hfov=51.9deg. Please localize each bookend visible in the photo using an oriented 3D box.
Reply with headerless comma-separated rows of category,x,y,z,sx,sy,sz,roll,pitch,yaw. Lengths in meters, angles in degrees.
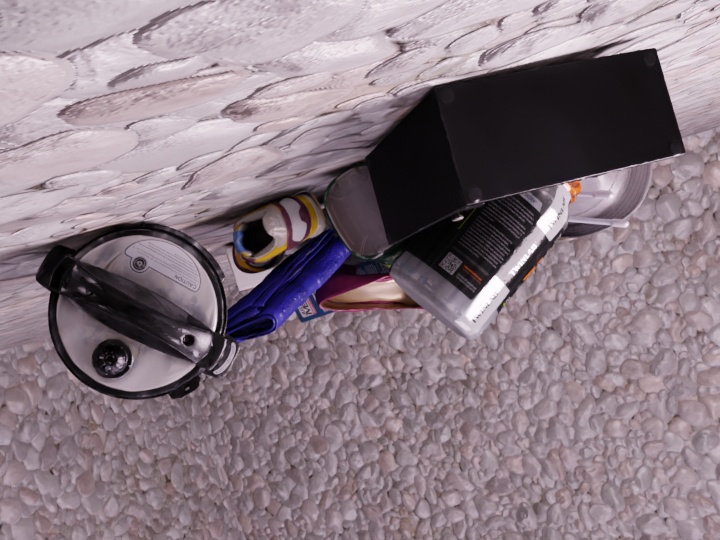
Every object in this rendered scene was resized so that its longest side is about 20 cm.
bookend,0.130,-0.102,0.655,0.198,0.092,0.200,-14,177,-17

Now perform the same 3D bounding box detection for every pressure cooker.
pressure cooker,-0.222,0.045,0.761,0.175,0.179,0.200,-14,180,-12

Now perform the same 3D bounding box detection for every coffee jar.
coffee jar,0.029,-0.059,0.881,0.085,0.104,0.200,-32,170,11

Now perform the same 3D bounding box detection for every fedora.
fedora,0.279,-0.137,0.999,0.090,0.178,0.200,20,168,-37

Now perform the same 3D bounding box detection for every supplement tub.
supplement tub,0.134,-0.037,0.784,0.200,0.122,0.123,-50,-179,-2

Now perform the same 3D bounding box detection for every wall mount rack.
wall mount rack,0.228,-0.054,0.917,0.174,0.075,0.200,-34,155,17

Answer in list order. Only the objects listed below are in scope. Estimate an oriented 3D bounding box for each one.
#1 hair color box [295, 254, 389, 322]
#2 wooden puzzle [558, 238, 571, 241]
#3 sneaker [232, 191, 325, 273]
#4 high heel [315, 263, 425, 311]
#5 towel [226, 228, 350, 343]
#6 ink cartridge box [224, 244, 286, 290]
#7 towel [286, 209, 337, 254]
hair color box,0.000,0.000,1.057,0.199,0.061,0.100,-19,-160,19
wooden puzzle,0.328,-0.136,1.229,0.037,0.186,0.200,15,178,-6
sneaker,-0.130,-0.040,0.916,0.090,0.075,0.200,-20,173,-38
high heel,0.043,0.036,0.956,0.199,0.068,0.096,2,-152,8
towel,-0.107,0.023,0.934,0.147,0.050,0.200,-24,-165,39
ink cartridge box,-0.129,-0.032,1.342,0.199,0.083,0.147,-18,-179,2
towel,-0.061,-0.061,1.065,0.199,0.024,0.147,-11,166,13
